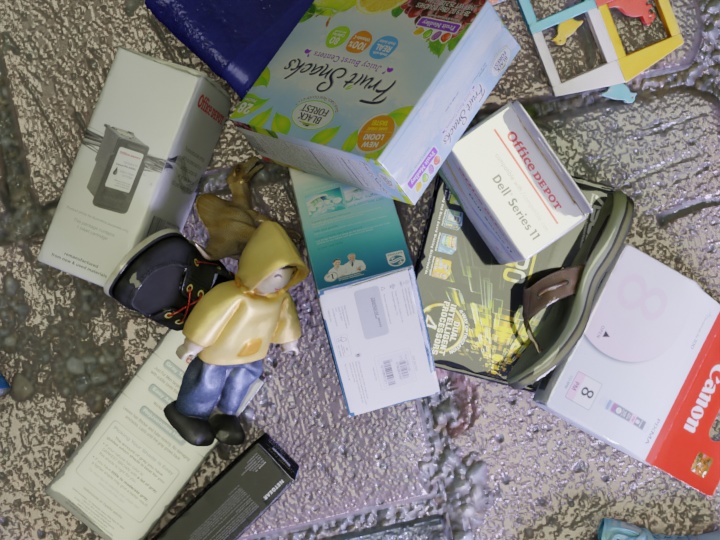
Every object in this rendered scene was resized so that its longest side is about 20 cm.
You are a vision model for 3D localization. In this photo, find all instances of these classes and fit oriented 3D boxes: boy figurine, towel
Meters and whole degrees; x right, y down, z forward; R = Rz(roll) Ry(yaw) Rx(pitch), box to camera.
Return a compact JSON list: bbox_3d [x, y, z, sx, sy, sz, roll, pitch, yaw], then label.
[{"bbox_3d":[-0.095,0.052,1.555,0.064,0.124,0.201,46,119,41],"label":"boy figurine"},{"bbox_3d":[-0.083,-0.216,1.654,0.200,0.050,0.148,45,65,0],"label":"towel"}]

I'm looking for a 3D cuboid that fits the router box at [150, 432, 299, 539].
[{"bbox_3d":[-0.141,0.231,1.604,0.200,0.149,0.051,-44,89,-1],"label":"router box"}]

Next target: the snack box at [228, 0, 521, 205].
[{"bbox_3d":[0.010,-0.156,1.527,0.169,0.199,0.068,-55,130,-14],"label":"snack box"}]

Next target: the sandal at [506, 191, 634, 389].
[{"bbox_3d":[0.175,0.014,1.603,0.057,0.080,0.202,29,78,-9],"label":"sandal"}]

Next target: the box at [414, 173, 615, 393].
[{"bbox_3d":[0.130,0.002,1.661,0.160,0.049,0.202,15,89,-4],"label":"box"}]

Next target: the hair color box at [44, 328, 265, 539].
[{"bbox_3d":[-0.184,0.148,1.649,0.099,0.061,0.200,38,89,0],"label":"hair color box"}]

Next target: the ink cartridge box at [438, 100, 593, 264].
[{"bbox_3d":[0.125,-0.071,1.538,0.067,0.200,0.118,-34,90,-4],"label":"ink cartridge box"}]

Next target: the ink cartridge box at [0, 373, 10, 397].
[{"bbox_3d":[-0.433,0.069,1.636,0.144,0.085,0.201,-36,91,-1],"label":"ink cartridge box"}]

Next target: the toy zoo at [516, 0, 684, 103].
[{"bbox_3d":[0.212,-0.248,1.670,0.130,0.020,0.201,-23,97,-1],"label":"toy zoo"}]

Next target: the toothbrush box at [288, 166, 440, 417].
[{"bbox_3d":[0.000,0.000,1.564,0.085,0.201,0.147,-15,129,-2],"label":"toothbrush box"}]

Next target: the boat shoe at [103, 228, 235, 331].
[{"bbox_3d":[-0.155,0.012,1.554,0.063,0.201,0.074,43,98,14],"label":"boat shoe"}]

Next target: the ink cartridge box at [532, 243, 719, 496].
[{"bbox_3d":[0.276,0.092,1.637,0.199,0.057,0.163,28,85,-8],"label":"ink cartridge box"}]

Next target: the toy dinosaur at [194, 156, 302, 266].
[{"bbox_3d":[-0.108,-0.027,1.611,0.101,0.200,0.058,40,117,-12],"label":"toy dinosaur"}]

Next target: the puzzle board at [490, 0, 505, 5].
[{"bbox_3d":[0.141,-0.333,1.683,0.199,0.017,0.152,-20,89,0],"label":"puzzle board"}]

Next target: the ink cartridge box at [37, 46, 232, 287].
[{"bbox_3d":[-0.196,-0.084,1.609,0.083,0.145,0.201,21,88,7],"label":"ink cartridge box"}]

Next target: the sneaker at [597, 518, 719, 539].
[{"bbox_3d":[0.254,0.258,1.646,0.199,0.074,0.083,-19,92,-2],"label":"sneaker"}]
